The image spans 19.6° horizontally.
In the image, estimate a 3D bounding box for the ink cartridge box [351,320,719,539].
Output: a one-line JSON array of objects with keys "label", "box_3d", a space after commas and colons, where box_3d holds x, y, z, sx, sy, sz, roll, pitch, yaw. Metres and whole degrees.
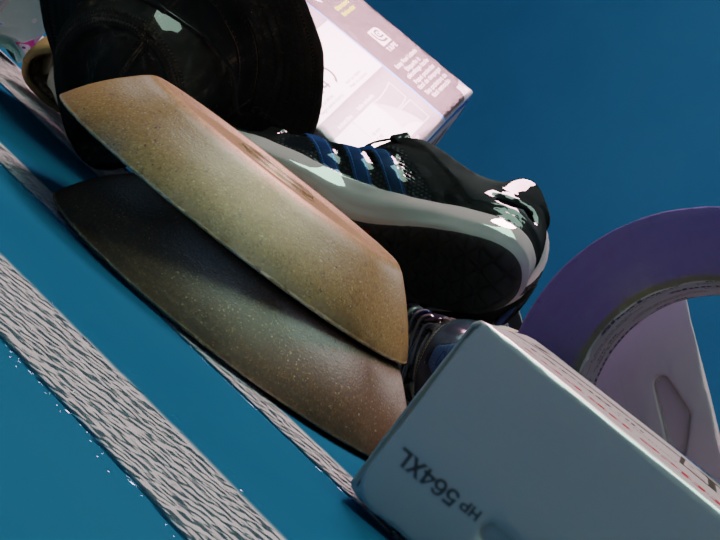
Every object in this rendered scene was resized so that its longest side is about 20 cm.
[{"label": "ink cartridge box", "box_3d": [0.089, 0.097, 0.841, 0.146, 0.085, 0.200, 39, 3, 9]}]

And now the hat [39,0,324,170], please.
[{"label": "hat", "box_3d": [-0.115, -0.101, 1.113, 0.199, 0.081, 0.202, 21, -41, 19]}]

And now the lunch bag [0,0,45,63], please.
[{"label": "lunch bag", "box_3d": [-0.248, -0.264, 1.369, 0.200, 0.171, 0.122, 44, 8, 36]}]

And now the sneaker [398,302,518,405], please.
[{"label": "sneaker", "box_3d": [0.038, 0.057, 1.083, 0.085, 0.077, 0.200, 28, -6, 12]}]

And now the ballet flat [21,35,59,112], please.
[{"label": "ballet flat", "box_3d": [-0.123, -0.074, 1.241, 0.199, 0.069, 0.063, 36, 31, 17]}]

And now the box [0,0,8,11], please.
[{"label": "box", "box_3d": [-0.262, -0.277, 1.185, 0.199, 0.200, 0.171, 39, 2, 19]}]

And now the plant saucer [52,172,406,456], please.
[{"label": "plant saucer", "box_3d": [-0.049, 0.013, 0.943, 0.200, 0.037, 0.200, 38, 3, -2]}]

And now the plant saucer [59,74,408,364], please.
[{"label": "plant saucer", "box_3d": [-0.047, -0.032, 0.954, 0.200, 0.036, 0.200, 38, 3, -2]}]

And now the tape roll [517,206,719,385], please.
[{"label": "tape roll", "box_3d": [0.168, 0.074, 0.992, 0.200, 0.201, 0.085, 38, 5, 13]}]

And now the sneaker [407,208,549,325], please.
[{"label": "sneaker", "box_3d": [0.000, 0.000, 1.148, 0.198, 0.074, 0.112, 8, -23, 2]}]

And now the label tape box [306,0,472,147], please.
[{"label": "label tape box", "box_3d": [-0.048, -0.122, 1.231, 0.200, 0.063, 0.144, 40, 36, 2]}]

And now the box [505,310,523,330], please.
[{"label": "box", "box_3d": [0.042, -0.010, 1.490, 0.200, 0.050, 0.159, 42, -24, 52]}]

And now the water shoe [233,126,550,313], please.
[{"label": "water shoe", "box_3d": [-0.001, -0.035, 1.076, 0.199, 0.072, 0.079, 20, 39, 11]}]

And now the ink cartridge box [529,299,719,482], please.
[{"label": "ink cartridge box", "box_3d": [0.156, 0.084, 1.165, 0.200, 0.083, 0.146, 19, 58, -80]}]
